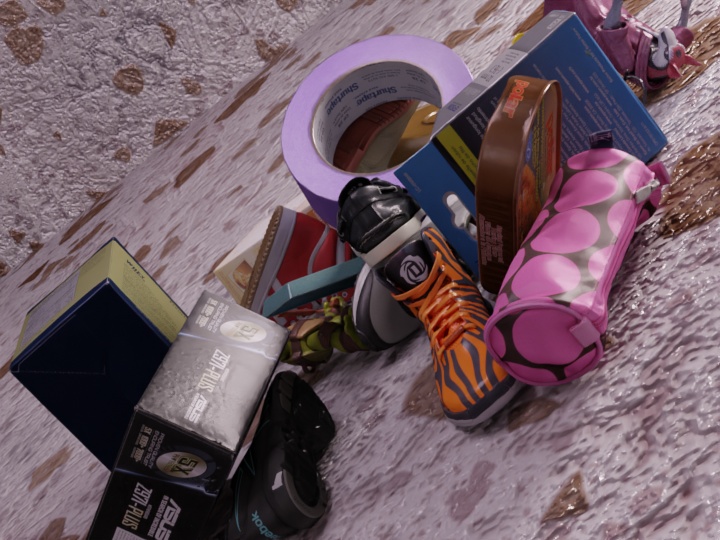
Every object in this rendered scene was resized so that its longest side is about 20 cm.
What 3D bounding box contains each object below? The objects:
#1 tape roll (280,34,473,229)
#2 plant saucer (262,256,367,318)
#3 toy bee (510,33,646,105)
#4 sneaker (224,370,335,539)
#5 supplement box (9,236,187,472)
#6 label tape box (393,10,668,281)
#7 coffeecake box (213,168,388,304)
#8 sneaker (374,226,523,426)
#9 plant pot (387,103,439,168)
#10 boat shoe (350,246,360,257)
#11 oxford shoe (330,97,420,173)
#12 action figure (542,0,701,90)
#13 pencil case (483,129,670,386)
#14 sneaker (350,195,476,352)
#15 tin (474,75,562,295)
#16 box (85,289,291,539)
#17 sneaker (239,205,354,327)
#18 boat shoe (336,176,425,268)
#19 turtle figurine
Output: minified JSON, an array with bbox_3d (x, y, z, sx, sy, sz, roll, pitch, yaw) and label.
[{"bbox_3d":[0.024,-0.134,1.212,0.198,0.066,0.202,-10,57,16],"label":"tape roll"},{"bbox_3d":[0.000,0.000,1.154,0.199,0.019,0.070,-19,-9,-32],"label":"plant saucer"},{"bbox_3d":[0.165,-0.169,1.189,0.108,0.132,0.200,-1,-20,-26],"label":"toy bee"},{"bbox_3d":[-0.072,0.152,1.015,0.079,0.075,0.200,-38,17,18],"label":"sneaker"},{"bbox_3d":[-0.248,0.099,1.312,0.134,0.200,0.200,-40,18,2],"label":"supplement box"},{"bbox_3d":[0.139,-0.102,1.051,0.200,0.143,0.066,-40,17,3],"label":"label tape box"},{"bbox_3d":[-0.055,-0.049,1.438,0.199,0.073,0.154,-33,10,27],"label":"coffeecake box"},{"bbox_3d":[0.060,0.038,0.939,0.077,0.112,0.200,-39,17,8],"label":"sneaker"},{"bbox_3d":[0.103,-0.167,1.377,0.198,0.028,0.200,-19,17,6],"label":"plant pot"},{"bbox_3d":[0.036,-0.067,1.311,0.060,0.076,0.200,-39,17,27],"label":"boat shoe"},{"bbox_3d":[0.011,-0.147,1.311,0.071,0.074,0.200,32,74,32],"label":"oxford shoe"},{"bbox_3d":[0.242,-0.216,1.180,0.200,0.133,0.150,51,128,49],"label":"action figure"},{"bbox_3d":[0.160,-0.008,0.889,0.093,0.091,0.201,-7,37,34],"label":"pencil case"},{"bbox_3d":[0.068,-0.008,1.107,0.200,0.074,0.079,-47,23,-17],"label":"sneaker"},{"bbox_3d":[0.122,-0.061,0.943,0.042,0.201,0.112,18,56,21],"label":"tin"},{"bbox_3d":[-0.147,0.149,1.030,0.164,0.086,0.201,-68,3,-56],"label":"box"},{"bbox_3d":[-0.070,0.041,1.321,0.071,0.112,0.201,-114,43,-70],"label":"sneaker"},{"bbox_3d":[0.010,-0.049,1.051,0.074,0.066,0.199,-38,4,10],"label":"boat shoe"},{"bbox_3d":[-0.051,0.067,1.176,0.160,0.065,0.199,-17,2,39],"label":"turtle figurine"}]
